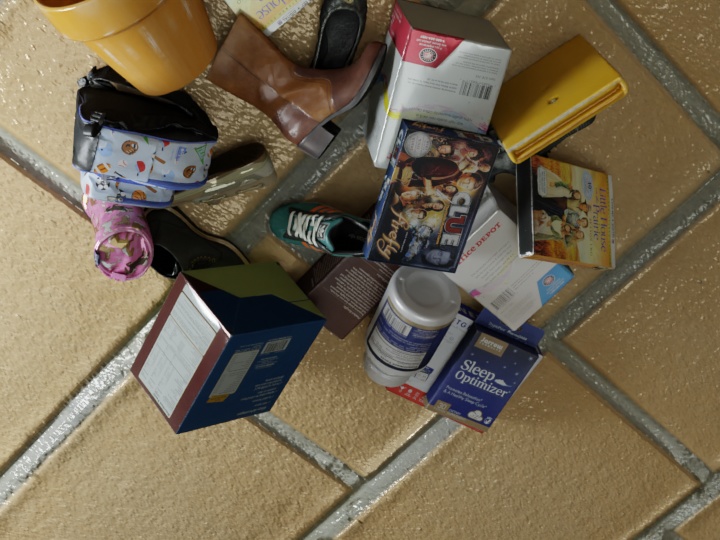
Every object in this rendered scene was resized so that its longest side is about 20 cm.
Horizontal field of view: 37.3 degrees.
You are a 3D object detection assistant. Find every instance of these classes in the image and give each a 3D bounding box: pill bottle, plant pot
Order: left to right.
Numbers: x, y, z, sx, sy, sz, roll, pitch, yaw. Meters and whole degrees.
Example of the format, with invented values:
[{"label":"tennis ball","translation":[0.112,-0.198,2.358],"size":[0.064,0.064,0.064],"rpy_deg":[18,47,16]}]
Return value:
[{"label":"plant pot","translation":[-0.280,-0.332,1.364],"size":[0.200,0.201,0.183],"rpy_deg":[-27,134,8]},{"label":"pill bottle","translation":[0.070,0.090,1.619],"size":[0.111,0.111,0.200],"rpy_deg":[11,139,-12]}]

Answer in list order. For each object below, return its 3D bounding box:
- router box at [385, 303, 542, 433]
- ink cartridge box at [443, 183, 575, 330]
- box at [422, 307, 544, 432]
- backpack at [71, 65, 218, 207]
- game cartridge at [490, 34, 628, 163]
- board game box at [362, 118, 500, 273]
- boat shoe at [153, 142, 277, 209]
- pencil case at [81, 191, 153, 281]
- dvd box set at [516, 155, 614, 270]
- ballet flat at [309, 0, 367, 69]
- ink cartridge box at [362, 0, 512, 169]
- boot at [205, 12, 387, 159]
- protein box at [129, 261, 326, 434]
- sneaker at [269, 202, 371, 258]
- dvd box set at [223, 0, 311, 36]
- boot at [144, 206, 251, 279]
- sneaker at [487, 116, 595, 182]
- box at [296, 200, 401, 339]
[{"label":"router box","translation":[0.167,0.155,1.757],"size":[0.199,0.049,0.180],"rpy_deg":[26,113,-19]},{"label":"ink cartridge box","translation":[0.199,-0.034,1.611],"size":[0.200,0.125,0.129],"rpy_deg":[39,108,-24]},{"label":"box","translation":[0.201,0.161,1.719],"size":[0.121,0.032,0.200],"rpy_deg":[23,113,-18]},{"label":"backpack","translation":[-0.293,-0.170,1.448],"size":[0.190,0.200,0.155],"rpy_deg":[4,121,-17]},{"label":"game cartridge","translation":[0.259,-0.238,1.463],"size":[0.176,0.200,0.032],"rpy_deg":[-32,115,12]},{"label":"board game box","translation":[0.094,-0.097,1.449],"size":[0.135,0.035,0.201],"rpy_deg":[8,118,-17]},{"label":"boat shoe","translation":[-0.219,-0.122,1.545],"size":[0.199,0.072,0.065],"rpy_deg":[-18,132,8]},{"label":"pencil case","translation":[-0.341,-0.065,1.491],"size":[0.086,0.200,0.083],"rpy_deg":[-25,126,-4]},{"label":"dvd box set","translation":[0.302,-0.081,1.556],"size":[0.199,0.029,0.147],"rpy_deg":[8,78,-42]},{"label":"ballet flat","translation":[-0.031,-0.308,1.471],"size":[0.066,0.057,0.201],"rpy_deg":[10,117,-13]},{"label":"ink cartridge box","translation":[0.099,-0.245,1.471],"size":[0.145,0.145,0.201],"rpy_deg":[10,117,-13]},{"label":"boot","translation":[-0.084,-0.280,1.443],"size":[0.200,0.069,0.188],"rpy_deg":[38,115,-2]},{"label":"protein box","translation":[-0.196,0.111,1.577],"size":[0.198,0.135,0.200],"rpy_deg":[-7,137,-50]},{"label":"sneaker","translation":[-0.052,-0.061,1.553],"size":[0.199,0.080,0.072],"rpy_deg":[11,92,21]},{"label":"dvd box set","translation":[-0.143,-0.423,1.410],"size":[0.146,0.029,0.200],"rpy_deg":[-35,117,13]},{"label":"boot","translation":[-0.241,-0.004,1.569],"size":[0.200,0.138,0.078],"rpy_deg":[33,110,-23]},{"label":"sneaker","translation":[0.253,-0.186,1.572],"size":[0.199,0.067,0.091],"rpy_deg":[-19,125,6]},{"label":"box","translation":[0.000,0.000,1.639],"size":[0.100,0.075,0.200],"rpy_deg":[38,107,-24]}]
